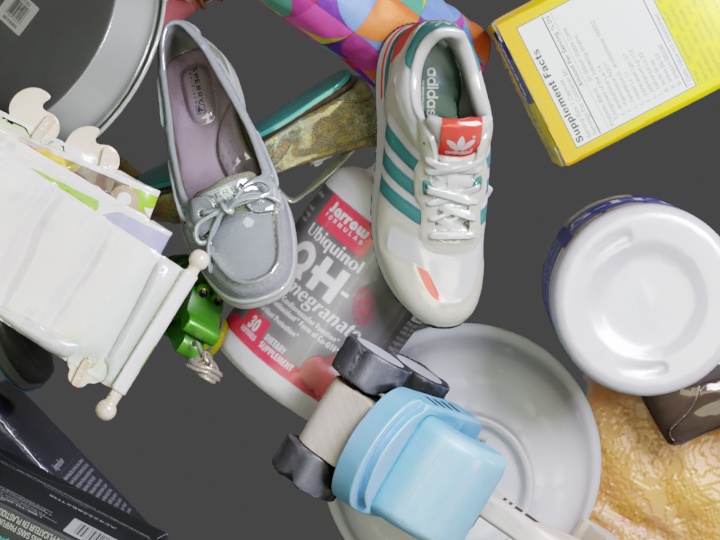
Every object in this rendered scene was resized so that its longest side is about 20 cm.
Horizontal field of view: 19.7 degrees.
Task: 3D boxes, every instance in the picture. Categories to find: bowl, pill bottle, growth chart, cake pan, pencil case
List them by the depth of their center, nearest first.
[{"bbox_3d":[-0.195,-0.021,1.321,0.200,0.018,0.145,38,85,-6],"label":"growth chart"},{"bbox_3d":[0.180,0.011,1.369,0.119,0.200,0.121,0,95,1],"label":"pill bottle"},{"bbox_3d":[-0.004,-0.180,1.388,0.200,0.088,0.089,36,95,-27],"label":"pencil case"},{"bbox_3d":[-0.220,-0.162,1.392,0.199,0.037,0.202,-14,63,28],"label":"cake pan"},{"bbox_3d":[0.000,0.000,1.419,0.110,0.111,0.200,36,95,-1],"label":"pill bottle"},{"bbox_3d":[0.071,0.141,1.439,0.200,0.090,0.203,0,95,2],"label":"bowl"}]

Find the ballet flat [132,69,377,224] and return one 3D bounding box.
[{"bbox_3d":[-0.075,-0.068,1.442,0.199,0.071,0.071,-27,93,4],"label":"ballet flat"}]

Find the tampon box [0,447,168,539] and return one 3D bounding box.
[{"bbox_3d":[-0.235,0.235,1.321,0.149,0.126,0.201,26,95,0],"label":"tampon box"}]

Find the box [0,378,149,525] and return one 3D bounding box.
[{"bbox_3d":[-0.254,0.217,1.442,0.197,0.117,0.200,-43,93,4],"label":"box"}]

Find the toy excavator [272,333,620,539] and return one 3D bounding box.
[{"bbox_3d":[0.070,0.145,1.336,0.200,0.194,0.100,36,96,27],"label":"toy excavator"}]

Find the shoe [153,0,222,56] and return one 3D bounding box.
[{"bbox_3d":[-0.107,-0.207,1.425,0.091,0.071,0.201,24,92,3],"label":"shoe"}]

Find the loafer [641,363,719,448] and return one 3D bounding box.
[{"bbox_3d":[0.291,0.078,1.443,0.199,0.073,0.071,-9,105,8],"label":"loafer"}]

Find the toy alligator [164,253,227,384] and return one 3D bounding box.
[{"bbox_3d":[-0.112,0.025,1.386,0.059,0.200,0.054,30,92,-22],"label":"toy alligator"}]

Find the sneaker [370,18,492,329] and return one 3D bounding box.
[{"bbox_3d":[0.049,-0.063,1.319,0.070,0.093,0.201,-2,89,-12],"label":"sneaker"}]

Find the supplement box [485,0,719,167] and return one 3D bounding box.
[{"bbox_3d":[0.197,-0.163,1.400,0.199,0.110,0.109,-27,93,3],"label":"supplement box"}]

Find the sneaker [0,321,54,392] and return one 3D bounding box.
[{"bbox_3d":[-0.229,-0.016,1.444,0.081,0.073,0.201,-7,94,4],"label":"sneaker"}]

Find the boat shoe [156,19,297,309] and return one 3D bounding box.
[{"bbox_3d":[-0.095,-0.070,1.371,0.074,0.065,0.203,-17,66,5],"label":"boat shoe"}]
